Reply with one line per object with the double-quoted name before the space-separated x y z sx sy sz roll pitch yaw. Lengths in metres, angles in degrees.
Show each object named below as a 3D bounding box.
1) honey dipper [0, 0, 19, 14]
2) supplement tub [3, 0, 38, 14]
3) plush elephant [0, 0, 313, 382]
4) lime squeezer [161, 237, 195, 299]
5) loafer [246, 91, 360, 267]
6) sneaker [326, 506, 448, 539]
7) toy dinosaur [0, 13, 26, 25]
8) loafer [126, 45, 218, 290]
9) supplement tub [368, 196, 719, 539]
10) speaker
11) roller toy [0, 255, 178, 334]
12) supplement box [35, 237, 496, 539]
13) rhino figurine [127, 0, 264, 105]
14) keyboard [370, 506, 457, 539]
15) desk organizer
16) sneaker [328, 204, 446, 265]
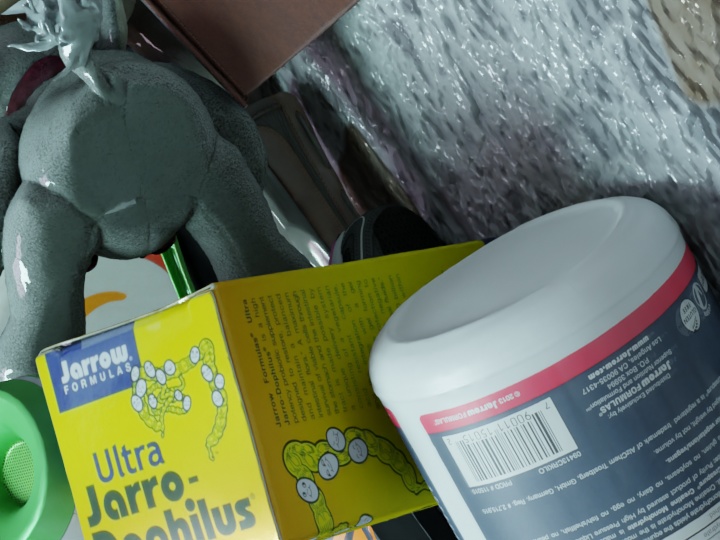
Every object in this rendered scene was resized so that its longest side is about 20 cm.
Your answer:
"honey dipper" -0.169 -0.135 1.345 0.038 0.200 0.038 45 157 26
"supplement tub" -0.220 -0.211 1.460 0.200 0.122 0.123 29 147 53
"plush elephant" -0.138 -0.056 1.307 0.155 0.164 0.201 25 135 62
"lime squeezer" -0.130 -0.047 1.471 0.038 0.071 0.200 -4 141 28
"loafer" 0.000 0.000 1.379 0.200 0.063 0.072 52 155 -5
"sneaker" 0.039 0.143 1.434 0.200 0.077 0.112 56 138 35
"toy dinosaur" -0.204 -0.121 1.499 0.200 0.135 0.086 -131 40 -52
"loafer" -0.095 -0.031 1.537 0.200 0.063 0.072 55 160 3
"supplement tub" 0.105 0.085 1.135 0.200 0.140 0.140 61 160 -13
"speaker" -0.093 0.090 1.254 0.088 0.200 0.089 -2 86 40
"roller toy" -0.182 0.019 1.636 0.140 0.200 0.183 33 156 49
"supplement box" -0.022 0.061 1.195 0.109 0.200 0.110 -21 83 39
"rhino figurine" -0.077 -0.072 1.432 0.087 0.060 0.200 8 133 42
"keyboard" 0.006 0.074 1.357 0.200 0.040 0.104 54 161 16
"desk organizer" -0.091 -0.179 1.270 0.200 0.077 0.072 47 -165 -17
"sneaker" 0.068 0.047 1.295 0.200 0.080 0.086 55 136 12
